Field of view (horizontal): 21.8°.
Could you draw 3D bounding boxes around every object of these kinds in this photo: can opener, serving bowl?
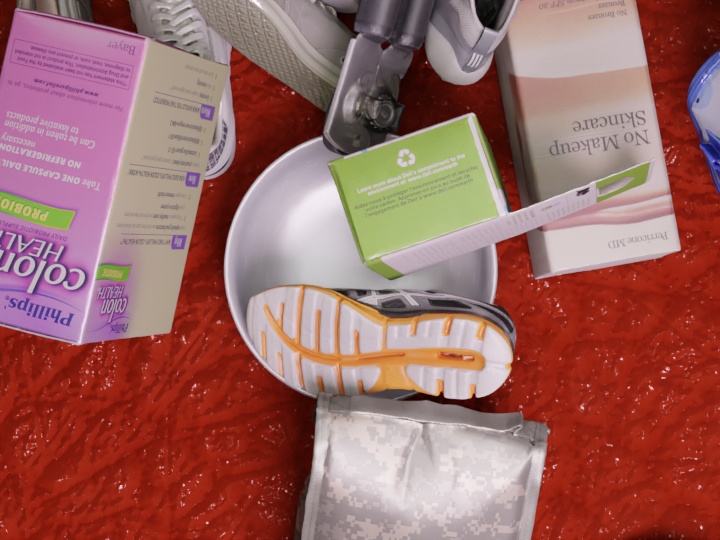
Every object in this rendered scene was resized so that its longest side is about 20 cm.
[{"bbox_3d":[0.012,-0.178,1.316,0.053,0.067,0.201,14,93,-36],"label":"can opener"},{"bbox_3d":[0.000,0.000,1.381,0.199,0.066,0.201,0,87,-1],"label":"serving bowl"}]

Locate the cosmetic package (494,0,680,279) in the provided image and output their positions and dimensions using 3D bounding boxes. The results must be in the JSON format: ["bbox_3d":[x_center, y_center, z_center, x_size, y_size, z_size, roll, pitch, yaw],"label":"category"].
[{"bbox_3d":[0.164,-0.101,1.379,0.103,0.087,0.201,-11,88,-3],"label":"cosmetic package"}]

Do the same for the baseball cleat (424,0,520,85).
[{"bbox_3d":[0.084,-0.230,1.344,0.070,0.106,0.200,10,55,-24],"label":"baseball cleat"}]

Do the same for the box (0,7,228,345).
[{"bbox_3d":[-0.178,-0.060,1.257,0.096,0.176,0.201,13,94,12],"label":"box"}]

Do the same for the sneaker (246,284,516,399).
[{"bbox_3d":[0.016,0.046,1.314,0.199,0.077,0.078,10,112,17],"label":"sneaker"}]

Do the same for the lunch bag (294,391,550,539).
[{"bbox_3d":[0.038,0.171,1.316,0.164,0.118,0.200,9,121,-1],"label":"lunch bag"}]

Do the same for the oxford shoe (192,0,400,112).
[{"bbox_3d":[-0.047,-0.176,1.364,0.200,0.075,0.058,35,70,-27],"label":"oxford shoe"}]

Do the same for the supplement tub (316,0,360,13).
[{"bbox_3d":[-0.022,-0.303,1.356,0.145,0.145,0.200,20,87,0],"label":"supplement tub"}]

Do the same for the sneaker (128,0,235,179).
[{"bbox_3d":[-0.129,-0.168,1.380,0.076,0.081,0.201,-14,86,0],"label":"sneaker"}]

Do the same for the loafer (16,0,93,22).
[{"bbox_3d":[-0.246,-0.251,1.389,0.063,0.072,0.201,-11,90,5],"label":"loafer"}]

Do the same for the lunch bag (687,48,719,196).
[{"bbox_3d":[0.311,-0.114,1.331,0.160,0.200,0.076,-39,55,-1],"label":"lunch bag"}]

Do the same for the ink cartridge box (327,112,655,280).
[{"bbox_3d":[0.092,-0.064,1.267,0.200,0.148,0.076,-20,84,6],"label":"ink cartridge box"}]
